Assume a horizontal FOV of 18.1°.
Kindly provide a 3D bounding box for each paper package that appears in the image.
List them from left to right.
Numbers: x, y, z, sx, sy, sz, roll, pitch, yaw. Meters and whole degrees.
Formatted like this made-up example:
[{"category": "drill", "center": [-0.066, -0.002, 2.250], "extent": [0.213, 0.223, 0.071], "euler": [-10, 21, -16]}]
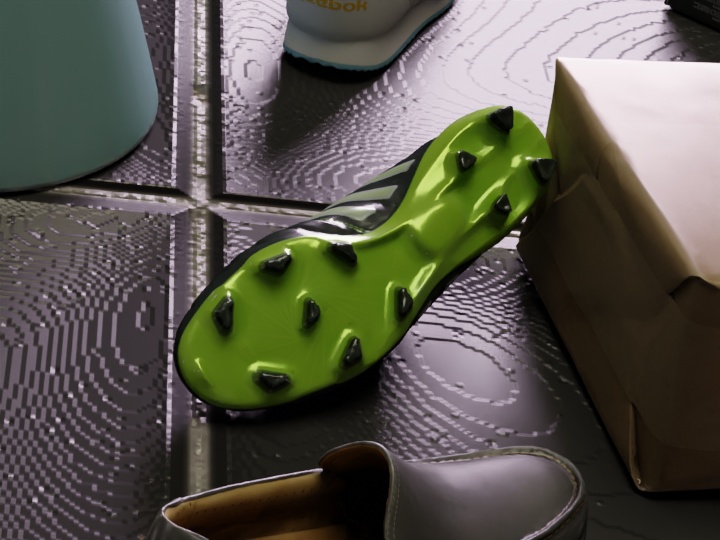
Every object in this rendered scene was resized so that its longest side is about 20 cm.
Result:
[{"category": "paper package", "center": [0.188, -0.003, 0.953], "extent": [0.199, 0.104, 0.191], "euler": [-1, 33, -16]}]

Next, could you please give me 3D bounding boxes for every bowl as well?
[{"category": "bowl", "center": [-0.188, -0.130, 1.047], "extent": [0.199, 0.106, 0.201], "euler": [7, 33, -5]}]

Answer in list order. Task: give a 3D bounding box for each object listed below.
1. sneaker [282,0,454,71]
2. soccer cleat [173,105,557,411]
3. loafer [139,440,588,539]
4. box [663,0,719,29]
[{"category": "sneaker", "center": [0.016, -0.178, 1.202], "extent": [0.076, 0.081, 0.200], "euler": [13, 31, 8]}, {"category": "soccer cleat", "center": [0.000, 0.000, 0.939], "extent": [0.200, 0.081, 0.068], "euler": [-36, 91, -28]}, {"category": "loafer", "center": [0.006, 0.093, 0.779], "extent": [0.199, 0.073, 0.073], "euler": [-18, 40, -38]}, {"category": "box", "center": [0.297, -0.153, 1.276], "extent": [0.199, 0.044, 0.160], "euler": [28, 36, 26]}]
